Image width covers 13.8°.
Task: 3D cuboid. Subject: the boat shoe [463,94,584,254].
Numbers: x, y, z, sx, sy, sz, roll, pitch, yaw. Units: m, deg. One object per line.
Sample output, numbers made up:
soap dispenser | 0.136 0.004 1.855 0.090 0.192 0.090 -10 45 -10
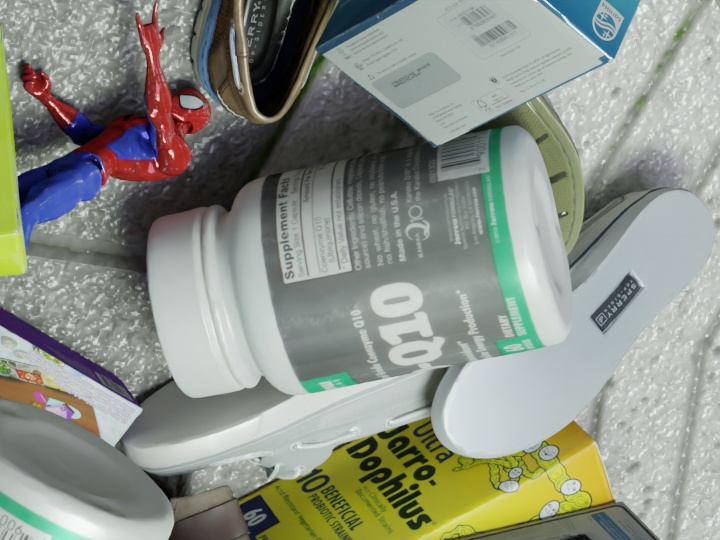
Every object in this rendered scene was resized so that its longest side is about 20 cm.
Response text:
boat shoe | 0.067 -0.091 1.572 0.075 0.068 0.200 -18 125 9

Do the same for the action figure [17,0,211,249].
action figure | -0.155 -0.067 1.474 0.200 0.065 0.099 -28 113 -38

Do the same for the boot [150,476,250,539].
boot | -0.140 0.183 1.603 0.199 0.070 0.147 -3 95 19

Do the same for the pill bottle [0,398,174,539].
pill bottle | -0.176 0.167 1.324 0.113 0.113 0.200 23 104 -32

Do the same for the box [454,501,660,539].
box | 0.065 0.204 1.597 0.199 0.060 0.117 -12 120 -21

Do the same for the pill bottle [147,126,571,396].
pill bottle | 0.000 0.000 1.520 0.199 0.113 0.113 -12 123 12

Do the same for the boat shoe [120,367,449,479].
boat shoe | -0.034 0.078 1.621 0.200 0.072 0.069 -24 120 -25

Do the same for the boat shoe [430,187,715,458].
boat shoe | 0.108 0.026 1.646 0.200 0.070 0.071 -46 112 -14

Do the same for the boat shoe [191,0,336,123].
boat shoe | -0.031 -0.168 1.489 0.072 0.072 0.201 -1 115 -25

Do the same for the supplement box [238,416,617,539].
supplement box | 0.037 0.157 1.663 0.200 0.109 0.110 -27 123 -11

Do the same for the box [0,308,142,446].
box | -0.230 0.074 1.537 0.200 0.039 0.137 34 97 -34

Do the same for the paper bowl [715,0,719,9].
paper bowl | 0.275 -0.198 1.601 0.200 0.104 0.201 -11 119 -20

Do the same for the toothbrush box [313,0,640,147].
toothbrush box | 0.083 -0.176 1.436 0.085 0.146 0.200 39 58 -19

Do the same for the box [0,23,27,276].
box | -0.261 -0.048 1.391 0.199 0.122 0.048 -6 151 -6
